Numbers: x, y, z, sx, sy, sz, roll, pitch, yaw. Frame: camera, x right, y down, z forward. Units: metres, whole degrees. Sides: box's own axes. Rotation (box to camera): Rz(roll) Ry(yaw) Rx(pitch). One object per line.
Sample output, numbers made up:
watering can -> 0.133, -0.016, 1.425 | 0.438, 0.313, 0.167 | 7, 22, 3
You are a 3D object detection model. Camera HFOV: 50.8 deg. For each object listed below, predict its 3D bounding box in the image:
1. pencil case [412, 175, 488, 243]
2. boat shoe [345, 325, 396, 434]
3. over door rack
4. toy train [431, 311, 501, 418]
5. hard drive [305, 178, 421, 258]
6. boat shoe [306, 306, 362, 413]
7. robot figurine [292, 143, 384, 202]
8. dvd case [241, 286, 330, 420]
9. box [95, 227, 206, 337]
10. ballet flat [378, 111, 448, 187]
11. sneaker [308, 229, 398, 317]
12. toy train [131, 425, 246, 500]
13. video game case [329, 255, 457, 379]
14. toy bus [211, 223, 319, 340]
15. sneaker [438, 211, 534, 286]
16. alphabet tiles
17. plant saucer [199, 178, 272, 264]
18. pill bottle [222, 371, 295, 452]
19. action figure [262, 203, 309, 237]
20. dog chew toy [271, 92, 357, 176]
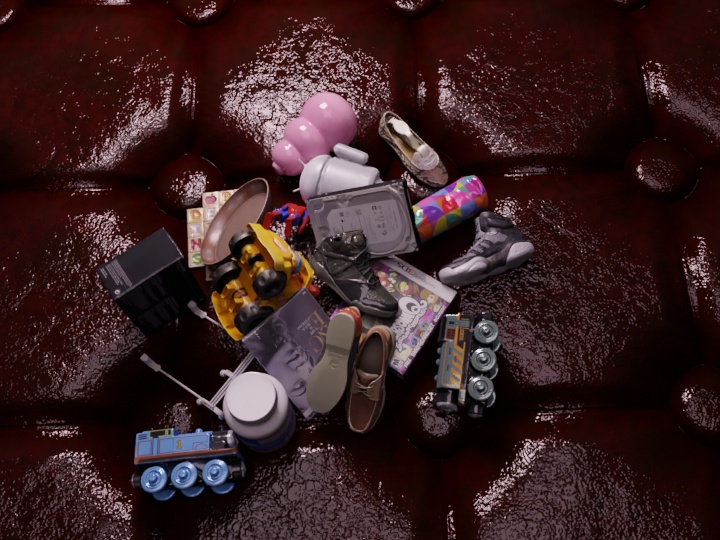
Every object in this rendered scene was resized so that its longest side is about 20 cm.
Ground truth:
pencil case -> 0.156, -0.118, 1.514 | 0.200, 0.088, 0.088 | -26, 69, -12
boat shoe -> 0.010, 0.196, 1.367 | 0.076, 0.072, 0.201 | 10, 87, 14
over door rack -> -0.283, 0.168, 1.414 | 0.200, 0.067, 0.148 | 31, 69, 21
toy train -> 0.195, 0.169, 1.395 | 0.114, 0.085, 0.200 | 3, 68, 16
hard drive -> 0.005, -0.090, 1.454 | 0.200, 0.038, 0.140 | -7, 109, 20
boat shoe -> -0.043, 0.160, 1.356 | 0.071, 0.063, 0.200 | 19, 106, 11
robot figurine -> -0.036, -0.165, 1.520 | 0.200, 0.113, 0.170 | 16, 103, 7
dvd case -> -0.099, 0.152, 1.375 | 0.149, 0.016, 0.200 | -42, 112, -15
box -> -0.380, 0.026, 1.402 | 0.141, 0.200, 0.079 | -31, 69, -12
ballet flat -> 0.107, -0.257, 1.578 | 0.068, 0.075, 0.200 | -36, 71, -14
sneaker -> 0.000, 0.000, 1.412 | 0.199, 0.114, 0.076 | 39, 31, 22
toy train -> -0.301, 0.334, 1.331 | 0.199, 0.087, 0.115 | -7, 61, 1
video game case -> 0.059, 0.079, 1.456 | 0.181, 0.036, 0.200 | 31, 71, 15
toy bus -> -0.153, 0.020, 1.402 | 0.192, 0.200, 0.136 | -1, 43, -40
sneaker -> 0.231, -0.045, 1.487 | 0.200, 0.076, 0.114 | -18, 67, -12
alphabet tiles -> -0.270, -0.076, 1.548 | 0.166, 0.006, 0.200 | -7, 67, -1
plant saucer -> -0.236, -0.089, 1.475 | 0.034, 0.200, 0.201 | 37, 66, -30
pill bottle -> -0.175, 0.241, 1.304 | 0.112, 0.200, 0.112 | -1, 66, 2
action figure -> -0.137, -0.099, 1.466 | 0.065, 0.200, 0.052 | 13, 105, 6
dog chew toy -> -0.102, -0.274, 1.572 | 0.200, 0.125, 0.125 | -44, 72, -7
